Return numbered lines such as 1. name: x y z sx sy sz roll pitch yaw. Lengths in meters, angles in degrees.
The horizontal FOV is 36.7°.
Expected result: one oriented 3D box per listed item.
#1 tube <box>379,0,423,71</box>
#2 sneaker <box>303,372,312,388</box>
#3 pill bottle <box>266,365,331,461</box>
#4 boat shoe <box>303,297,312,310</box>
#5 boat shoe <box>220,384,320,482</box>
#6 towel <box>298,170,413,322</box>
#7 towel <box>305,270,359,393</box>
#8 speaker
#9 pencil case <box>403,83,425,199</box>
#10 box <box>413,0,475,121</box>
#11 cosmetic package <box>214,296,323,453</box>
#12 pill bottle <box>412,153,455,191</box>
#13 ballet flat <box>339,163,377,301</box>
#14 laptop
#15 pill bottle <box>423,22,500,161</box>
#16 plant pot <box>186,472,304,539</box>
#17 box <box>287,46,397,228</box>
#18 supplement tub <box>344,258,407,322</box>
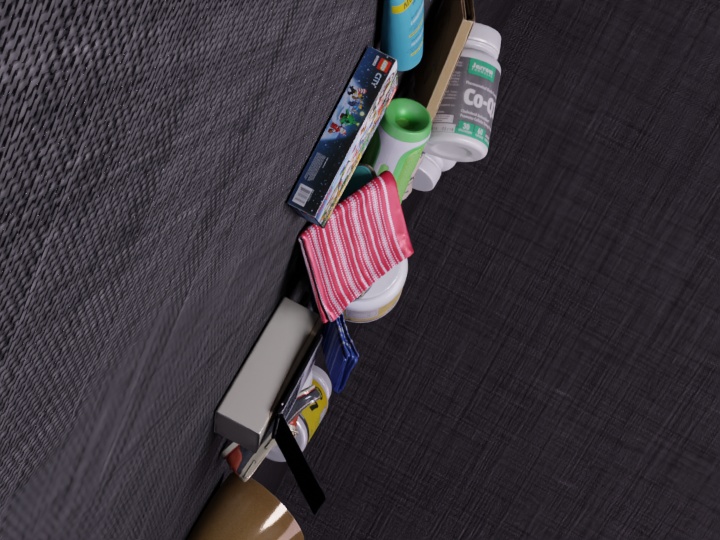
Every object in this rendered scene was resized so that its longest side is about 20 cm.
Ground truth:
1. tube: 0.046 -0.289 1.185 0.200 0.050 0.078 86 23 -72
2. sneaker: -0.126 0.197 1.918 0.071 0.073 0.200 -61 177 27
3. pill bottle: -0.126 0.258 2.017 0.114 0.114 0.200 -65 176 26
4. boat shoe: -0.066 0.072 1.879 0.068 0.072 0.200 -55 -177 14
5. boat shoe: -0.139 0.265 1.778 0.200 0.063 0.071 -40 172 7
6. towel: -0.002 -0.035 1.507 0.200 0.022 0.145 -39 126 -39
7. towel: -0.045 0.065 1.583 0.145 0.024 0.200 109 -31 -63
8. speaker: 0.044 -0.164 1.637 0.089 0.088 0.200 -59 175 -40
9. pencil case: 0.085 -0.220 1.841 0.090 0.078 0.200 -74 -172 -56
10. box: 0.123 -0.333 1.627 0.164 0.021 0.200 -89 -164 -47
11. cosmetic package: -0.131 0.150 1.558 0.200 0.073 0.104 -62 176 -25
12. pill bottle: 0.137 -0.252 1.993 0.200 0.120 0.120 -61 176 -20
13. ballet flat: -0.004 -0.055 1.579 0.072 0.072 0.201 -26 122 -83
14. laptop: -0.064 0.226 1.565 0.200 0.116 0.187 -62 178 -21
15. pill bottle: 0.161 -0.283 1.723 0.113 0.113 0.200 93 7 -80
16. plant pot: -0.234 0.499 1.944 0.200 0.186 0.186 -44 167 -30
17. box: -0.018 -0.151 1.270 0.200 0.038 0.137 -63 176 -1
18. supplement tub: 0.000 0.000 1.712 0.146 0.145 0.200 -62 176 -10
